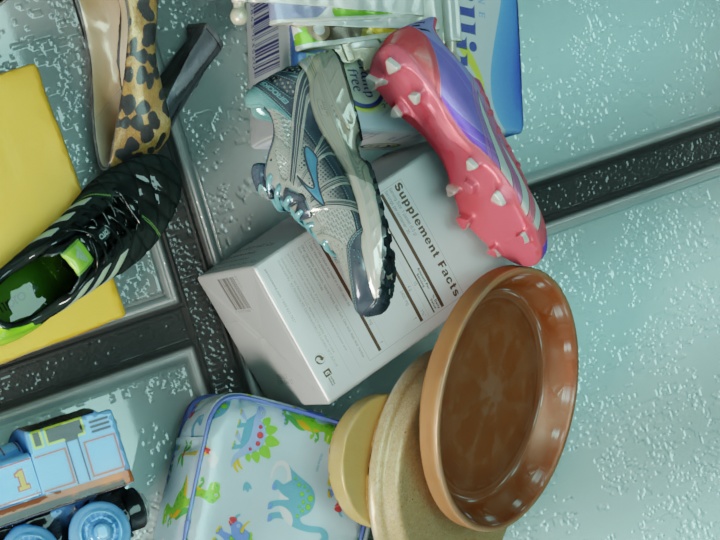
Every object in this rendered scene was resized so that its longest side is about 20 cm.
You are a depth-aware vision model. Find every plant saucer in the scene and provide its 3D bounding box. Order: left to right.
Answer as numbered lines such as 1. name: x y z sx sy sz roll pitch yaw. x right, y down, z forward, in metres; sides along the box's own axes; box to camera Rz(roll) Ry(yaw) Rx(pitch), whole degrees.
1. plant saucer: 0.102 0.095 1.504 0.200 0.032 0.202 -19 114 -51

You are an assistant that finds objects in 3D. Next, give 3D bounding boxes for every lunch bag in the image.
1. lunch bag: -0.073 0.202 1.496 0.159 0.082 0.202 16 78 -22

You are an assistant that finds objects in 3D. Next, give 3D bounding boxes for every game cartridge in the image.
1. game cartridge: -0.284 -0.030 1.449 0.175 0.032 0.202 -21 92 -25

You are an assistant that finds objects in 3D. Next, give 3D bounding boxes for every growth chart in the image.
1. growth chart: -0.010 -0.223 1.483 0.198 0.018 0.146 7 83 -24

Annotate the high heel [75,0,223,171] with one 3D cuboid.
1. high heel: -0.202 -0.176 1.471 0.200 0.071 0.143 43 63 -25

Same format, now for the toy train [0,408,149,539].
1. toy train: -0.251 0.174 1.419 0.198 0.087 0.115 -17 84 -23

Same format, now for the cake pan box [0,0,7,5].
1. cake pan box: -0.287 -0.183 1.366 0.184 0.200 0.052 -45 106 -18

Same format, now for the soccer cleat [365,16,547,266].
1. soccer cleat: 0.084 -0.096 1.474 0.076 0.067 0.201 -41 96 -35

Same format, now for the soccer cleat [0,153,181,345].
1. soccer cleat: -0.198 -0.014 1.424 0.200 0.081 0.068 -42 102 -22

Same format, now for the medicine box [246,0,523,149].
1. medicine box: 0.017 -0.191 1.559 0.198 0.103 0.184 -1 86 -24

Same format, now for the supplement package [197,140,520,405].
1. supplement package: 0.000 0.000 1.525 0.199 0.121 0.120 -34 100 -24

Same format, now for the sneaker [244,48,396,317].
1. sneaker: -0.030 -0.055 1.428 0.085 0.078 0.202 -16 70 1

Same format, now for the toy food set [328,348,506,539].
1. toy food set: 0.057 0.159 1.527 0.200 0.048 0.199 -45 126 -43
